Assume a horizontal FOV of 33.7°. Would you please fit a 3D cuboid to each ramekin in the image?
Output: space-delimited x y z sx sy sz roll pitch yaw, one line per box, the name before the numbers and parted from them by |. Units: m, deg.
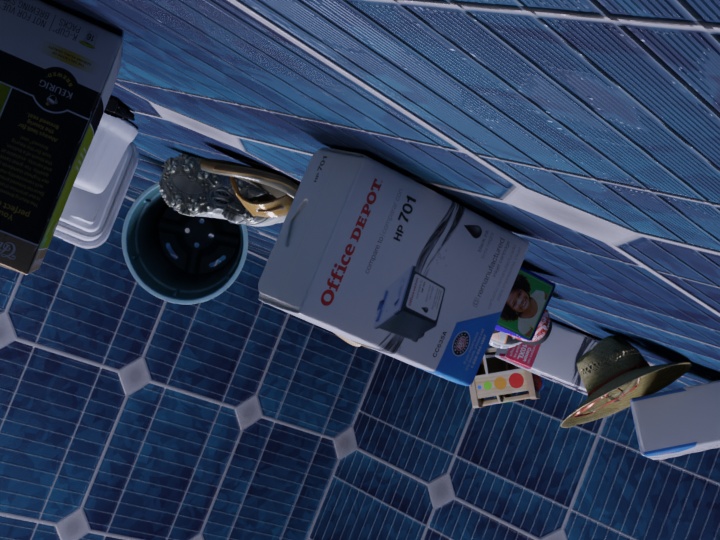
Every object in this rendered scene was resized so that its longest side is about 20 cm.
ramekin | -0.392 -0.173 1.500 0.200 0.098 0.200 22 177 1

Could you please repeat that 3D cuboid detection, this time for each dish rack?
dish rack | -0.412 -0.140 1.614 0.199 0.172 0.044 23 164 -15

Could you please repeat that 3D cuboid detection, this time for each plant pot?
plant pot | -0.277 -0.057 1.963 0.199 0.201 0.196 22 -175 -3

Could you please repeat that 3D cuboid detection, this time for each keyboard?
keyboard | -0.358 -0.201 1.329 0.199 0.040 0.104 21 177 9

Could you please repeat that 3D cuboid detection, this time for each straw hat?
straw hat | 0.350 0.138 1.652 0.085 0.201 0.201 65 -166 20

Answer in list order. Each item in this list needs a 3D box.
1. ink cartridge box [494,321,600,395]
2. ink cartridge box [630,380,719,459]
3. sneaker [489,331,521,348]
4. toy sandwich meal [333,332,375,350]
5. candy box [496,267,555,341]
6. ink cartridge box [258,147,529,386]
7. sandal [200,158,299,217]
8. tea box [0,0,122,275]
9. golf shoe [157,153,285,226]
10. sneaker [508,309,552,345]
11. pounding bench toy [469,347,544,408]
ink cartridge box | 0.327 0.139 1.895 0.199 0.085 0.145 22 177 1
ink cartridge box | 0.469 0.214 1.692 0.144 0.085 0.200 -14 166 14
sneaker | 0.186 0.060 1.686 0.199 0.074 0.080 10 148 -35
toy sandwich meal | 0.027 0.018 1.488 0.204 0.206 0.070 22 -145 8
candy box | 0.084 -0.002 1.315 0.199 0.077 0.169 23 178 -31
ink cartridge box | 0.031 -0.001 1.052 0.199 0.147 0.086 24 177 -34
sandal | -0.101 -0.082 1.413 0.199 0.054 0.080 24 176 -30
tea box | -0.311 -0.123 0.921 0.199 0.198 0.134 23 176 -12
golf shoe | -0.178 -0.096 1.573 0.199 0.079 0.097 21 -177 31
sneaker | 0.144 0.025 1.498 0.201 0.067 0.108 25 169 23
pounding bench toy | 0.313 0.191 2.612 0.155 0.201 0.124 -11 171 12
